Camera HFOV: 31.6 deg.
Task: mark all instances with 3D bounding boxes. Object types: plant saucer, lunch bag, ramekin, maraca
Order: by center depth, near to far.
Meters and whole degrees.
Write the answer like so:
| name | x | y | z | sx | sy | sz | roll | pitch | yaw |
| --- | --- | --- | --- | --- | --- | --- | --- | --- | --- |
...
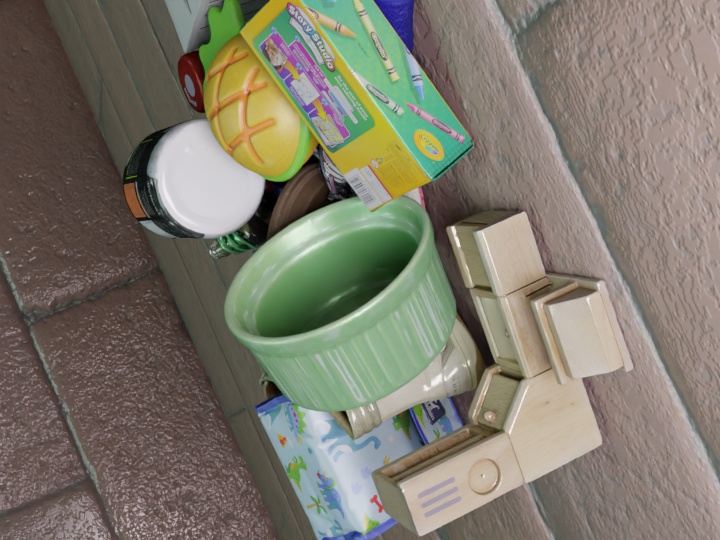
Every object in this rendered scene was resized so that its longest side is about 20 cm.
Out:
| name | x | y | z | sx | sy | sz | roll | pitch | yaw |
| --- | --- | --- | --- | --- | --- | --- | --- | --- | --- |
| ramekin | -0.012 | 0.031 | 1.124 | 0.098 | 0.199 | 0.200 | 61 | 169 | -30 |
| maraca | -0.103 | -0.174 | 1.222 | 0.201 | 0.106 | 0.138 | 53 | 135 | 32 |
| plant saucer | -0.028 | -0.011 | 1.306 | 0.029 | 0.200 | 0.202 | 1 | 119 | 34 |
| lunch bag | 0.020 | 0.168 | 1.333 | 0.127 | 0.199 | 0.172 | -25 | 90 | 55 |

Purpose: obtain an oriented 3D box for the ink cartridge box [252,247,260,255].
| name | x | y | z | sx | sy | sz | roll | pitch | yaw |
| --- | --- | --- | --- | --- | --- | --- | --- | --- | --- |
| ink cartridge box | -0.074 | 0.023 | 1.487 | 0.120 | 0.042 | 0.200 | 65 | 168 | -7 |

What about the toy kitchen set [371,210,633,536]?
| name | x | y | z | sx | sy | sz | roll | pitch | yaw |
| --- | --- | --- | --- | --- | --- | --- | --- | --- | --- |
| toy kitchen set | 0.091 | 0.079 | 0.983 | 0.202 | 0.179 | 0.163 | 70 | 163 | -10 |

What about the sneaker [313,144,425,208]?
| name | x | y | z | sx | sy | sz | roll | pitch | yaw |
| --- | --- | --- | --- | --- | --- | --- | --- | --- | --- |
| sneaker | 0.005 | -0.083 | 1.244 | 0.201 | 0.074 | 0.081 | 56 | 162 | 32 |

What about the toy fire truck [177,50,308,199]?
| name | x | y | z | sx | sy | sz | roll | pitch | yaw |
| --- | --- | --- | --- | --- | --- | --- | --- | --- | --- |
| toy fire truck | -0.107 | -0.164 | 1.389 | 0.199 | 0.111 | 0.170 | 28 | 136 | 54 |

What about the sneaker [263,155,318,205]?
| name | x | y | z | sx | sy | sz | roll | pitch | yaw |
| --- | --- | --- | --- | --- | --- | --- | --- | --- | --- |
| sneaker | -0.085 | -0.112 | 1.516 | 0.083 | 0.071 | 0.202 | 45 | 154 | 51 |

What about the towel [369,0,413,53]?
| name | x | y | z | sx | sy | sz | roll | pitch | yaw |
| --- | --- | --- | --- | --- | --- | --- | --- | --- | --- |
| towel | -0.001 | -0.204 | 1.135 | 0.148 | 0.049 | 0.201 | 56 | 162 | 37 |

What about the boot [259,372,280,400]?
| name | x | y | z | sx | sy | sz | roll | pitch | yaw |
| --- | --- | --- | --- | --- | --- | --- | --- | --- | --- |
| boot | -0.058 | 0.113 | 1.583 | 0.072 | 0.154 | 0.200 | 51 | 165 | -5 |

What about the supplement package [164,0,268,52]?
| name | x | y | z | sx | sy | sz | roll | pitch | yaw |
| --- | --- | --- | --- | --- | --- | --- | --- | --- | --- |
| supplement package | -0.142 | -0.323 | 1.316 | 0.118 | 0.116 | 0.200 | 68 | 165 | 3 |

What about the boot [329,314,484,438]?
| name | x | y | z | sx | sy | sz | roll | pitch | yaw |
| --- | --- | --- | --- | --- | --- | --- | --- | --- | --- |
| boot | 0.012 | 0.062 | 1.247 | 0.201 | 0.153 | 0.073 | 57 | 163 | 37 |

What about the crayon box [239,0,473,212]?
| name | x | y | z | sx | sy | sz | roll | pitch | yaw |
| --- | --- | --- | --- | --- | --- | --- | --- | --- | --- |
| crayon box | -0.006 | -0.156 | 1.073 | 0.201 | 0.058 | 0.119 | 54 | 153 | -7 |

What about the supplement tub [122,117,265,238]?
| name | x | y | z | sx | sy | sz | roll | pitch | yaw |
| --- | --- | --- | --- | --- | --- | --- | --- | --- | --- |
| supplement tub | -0.185 | -0.096 | 1.365 | 0.200 | 0.121 | 0.124 | 6 | 118 | 68 |

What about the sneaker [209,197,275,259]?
| name | x | y | z | sx | sy | sz | roll | pitch | yaw |
| --- | --- | --- | --- | --- | --- | --- | --- | --- | --- |
| sneaker | -0.132 | -0.042 | 1.449 | 0.077 | 0.089 | 0.200 | 38 | -176 | -14 |
